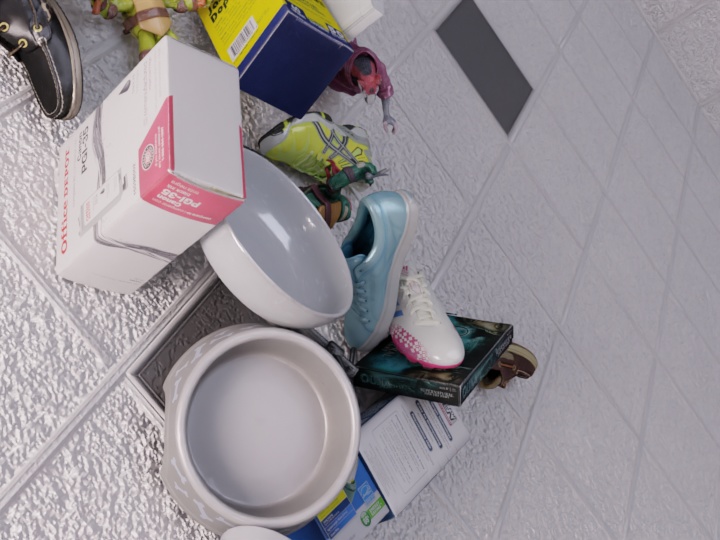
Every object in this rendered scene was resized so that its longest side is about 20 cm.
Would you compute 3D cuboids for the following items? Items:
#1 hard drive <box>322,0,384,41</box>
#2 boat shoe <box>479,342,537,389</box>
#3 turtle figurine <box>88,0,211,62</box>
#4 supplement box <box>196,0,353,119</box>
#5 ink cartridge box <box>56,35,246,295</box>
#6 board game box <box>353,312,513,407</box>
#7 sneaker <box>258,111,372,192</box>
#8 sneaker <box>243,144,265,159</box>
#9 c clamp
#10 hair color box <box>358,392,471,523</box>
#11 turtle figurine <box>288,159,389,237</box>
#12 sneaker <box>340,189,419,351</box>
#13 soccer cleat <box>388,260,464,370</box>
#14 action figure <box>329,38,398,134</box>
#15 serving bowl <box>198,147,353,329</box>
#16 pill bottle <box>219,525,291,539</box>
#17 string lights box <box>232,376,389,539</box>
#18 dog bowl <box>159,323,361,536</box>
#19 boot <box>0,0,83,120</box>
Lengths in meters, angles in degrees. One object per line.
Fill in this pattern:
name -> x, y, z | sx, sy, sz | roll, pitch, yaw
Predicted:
hard drive -> -0.051, -0.314, 1.209 | 0.026, 0.199, 0.134 | 27, 47, -37
boat shoe -> 0.179, 0.128, 1.332 | 0.199, 0.071, 0.073 | 30, 75, -52
turtle figurine -> -0.237, -0.269, 1.062 | 0.199, 0.064, 0.164 | -18, 86, -47
supplement box -> -0.110, -0.297, 1.150 | 0.108, 0.110, 0.201 | 20, 31, -43
ink cartridge box -> -0.194, -0.087, 0.875 | 0.082, 0.199, 0.149 | 17, 53, -40
board game box -> 0.093, 0.100, 1.166 | 0.200, 0.133, 0.029 | -35, 128, -59
sneaker -> -0.045, -0.145, 1.213 | 0.198, 0.075, 0.078 | -1, 67, -50
sneaker -> -0.152, -0.103, 1.024 | 0.200, 0.075, 0.092 | 56, 43, -54
c clamp -> -0.075, 0.055, 1.033 | 0.200, 0.027, 0.171 | 42, 6, -13
hair color box -> 0.042, 0.198, 1.101 | 0.199, 0.060, 0.101 | -29, 90, -55
turtle figurine -> -0.043, -0.057, 1.141 | 0.199, 0.099, 0.152 | -26, 128, -54
sneaker -> 0.000, 0.000, 1.110 | 0.081, 0.203, 0.074 | 0, 23, -35
soccer cleat -> 0.060, 0.042, 1.141 | 0.069, 0.088, 0.200 | -8, 27, -22
action figure -> -0.005, -0.268, 1.254 | 0.132, 0.151, 0.200 | 12, 12, -24
serving bowl -> -0.095, -0.022, 0.947 | 0.200, 0.066, 0.201 | 44, 22, -23
pill bottle -> -0.105, 0.318, 0.786 | 0.112, 0.112, 0.202 | 43, 38, -23
string lights box -> -0.063, 0.188, 0.973 | 0.102, 0.059, 0.202 | -31, 91, -54
dog bowl -> -0.088, 0.145, 0.888 | 0.197, 0.059, 0.204 | 5, 77, -20
boot -> -0.347, -0.228, 0.886 | 0.150, 0.072, 0.203 | -21, 97, -47
